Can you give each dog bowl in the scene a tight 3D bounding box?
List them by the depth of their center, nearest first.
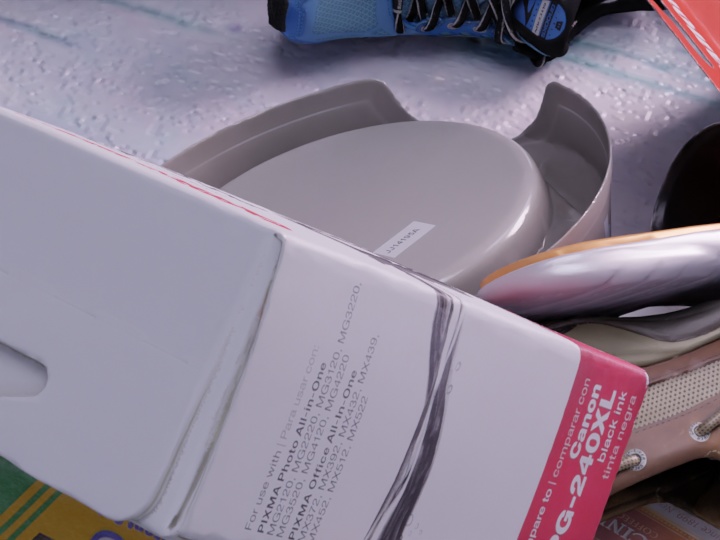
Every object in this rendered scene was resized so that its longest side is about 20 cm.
[{"bbox_3d":[0.000,0.000,0.969,0.199,0.059,0.200,-14,29,8],"label":"dog bowl"}]

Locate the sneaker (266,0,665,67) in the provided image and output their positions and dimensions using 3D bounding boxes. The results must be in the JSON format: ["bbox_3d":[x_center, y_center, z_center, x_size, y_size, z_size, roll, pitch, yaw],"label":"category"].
[{"bbox_3d":[0.055,-0.130,1.145,0.199,0.079,0.090,-15,51,-21],"label":"sneaker"}]

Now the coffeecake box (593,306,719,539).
[{"bbox_3d":[0.146,0.075,0.948,0.153,0.073,0.200,31,49,22],"label":"coffeecake box"}]

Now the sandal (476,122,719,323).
[{"bbox_3d":[0.121,-0.022,0.894,0.206,0.079,0.060,-5,77,-39],"label":"sandal"}]

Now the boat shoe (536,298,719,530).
[{"bbox_3d":[0.117,0.050,0.875,0.199,0.076,0.074,-11,70,-11],"label":"boat shoe"}]

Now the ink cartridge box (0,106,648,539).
[{"bbox_3d":[-0.033,0.025,0.758,0.145,0.084,0.200,23,1,35],"label":"ink cartridge box"}]

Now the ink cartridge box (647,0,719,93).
[{"bbox_3d":[0.171,-0.080,1.041,0.057,0.200,0.163,-40,51,10],"label":"ink cartridge box"}]

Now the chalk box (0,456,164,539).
[{"bbox_3d":[-0.069,0.166,0.757,0.123,0.124,0.201,24,89,29],"label":"chalk box"}]
